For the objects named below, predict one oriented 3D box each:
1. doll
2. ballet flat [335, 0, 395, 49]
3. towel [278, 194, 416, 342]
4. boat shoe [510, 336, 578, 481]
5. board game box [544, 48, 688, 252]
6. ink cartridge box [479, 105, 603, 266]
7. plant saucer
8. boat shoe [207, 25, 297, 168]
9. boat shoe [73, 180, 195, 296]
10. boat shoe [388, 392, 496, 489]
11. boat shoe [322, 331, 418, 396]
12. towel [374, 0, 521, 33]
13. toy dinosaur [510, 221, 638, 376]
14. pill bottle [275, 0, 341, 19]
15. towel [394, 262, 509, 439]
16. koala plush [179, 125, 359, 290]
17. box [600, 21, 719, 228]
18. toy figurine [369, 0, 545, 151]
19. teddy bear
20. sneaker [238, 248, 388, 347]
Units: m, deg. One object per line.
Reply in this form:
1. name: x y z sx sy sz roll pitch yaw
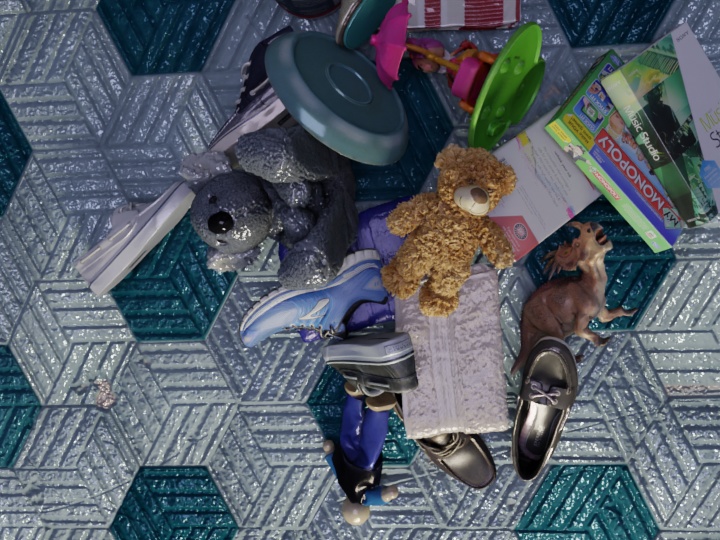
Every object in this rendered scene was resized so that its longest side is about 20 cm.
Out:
1. doll: 0.002 0.247 0.848 0.135 0.048 0.205 28 119 39
2. ballet flat: 0.025 -0.355 0.787 0.062 0.067 0.201 39 89 22
3. towel: 0.000 0.000 0.851 0.195 0.050 0.151 -14 88 6
4. boat shoe: 0.221 0.175 0.796 0.065 0.057 0.204 13 126 18
5. board game box: 0.321 -0.141 0.772 0.200 0.029 0.135 45 66 -8
6. ink cartridge box: 0.214 -0.111 0.790 0.198 0.067 0.118 -35 93 -13
7. plant saucer: -0.018 -0.208 0.759 0.200 0.200 0.027 45 129 -1
8. boat shoe: -0.130 -0.218 0.834 0.198 0.075 0.094 -35 78 6
9. boat shoe: -0.298 -0.054 0.856 0.200 0.074 0.065 -44 95 7
10. boat shoe: 0.098 0.210 0.846 0.200 0.073 0.075 45 98 0
11. boat shoe: 0.006 0.116 0.786 0.071 0.199 0.073 -14 89 -21
12. towel: 0.100 -0.373 0.815 0.195 0.023 0.148 0 94 4
13. toy dinosaur: 0.248 0.039 0.816 0.200 0.085 0.136 -43 80 24
14. pill bottle: -0.071 -0.371 0.740 0.116 0.200 0.123 0 95 5
15. towel: 0.109 0.097 0.794 0.129 0.034 0.206 -6 87 7
16. koala plush: -0.116 -0.074 0.776 0.196 0.184 0.181 -11 108 23
17. box: 0.383 -0.172 0.768 0.143 0.036 0.202 -35 92 -24
18. toy figurine: 0.104 -0.247 0.773 0.182 0.199 0.153 32 118 21
19. teddy bear: 0.096 -0.035 0.726 0.145 0.067 0.200 46 119 1
20. sneaker: -0.056 0.051 0.794 0.196 0.079 0.091 -25 86 6
